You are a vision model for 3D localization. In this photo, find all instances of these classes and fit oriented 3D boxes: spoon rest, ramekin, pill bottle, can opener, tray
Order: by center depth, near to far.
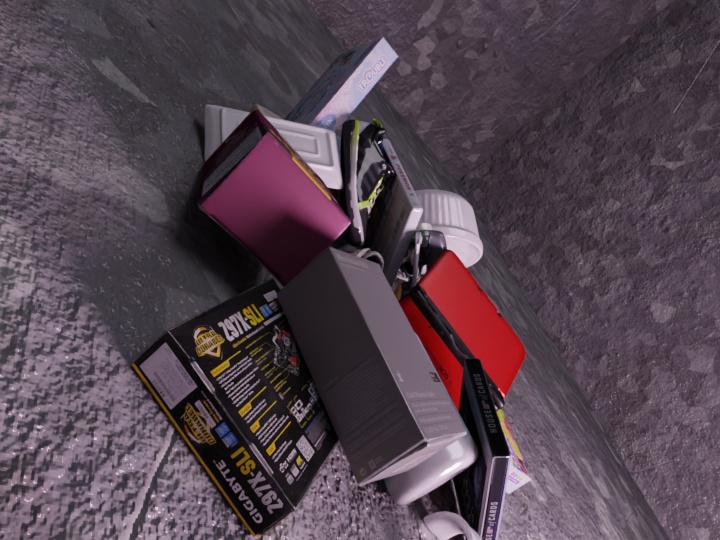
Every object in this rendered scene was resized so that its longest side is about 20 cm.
[{"bbox_3d":[0.099,0.321,0.562,0.100,0.060,0.202,47,18,-19],"label":"spoon rest"},{"bbox_3d":[0.042,0.145,0.653,0.110,0.110,0.204,20,38,-59],"label":"pill bottle"},{"bbox_3d":[-0.114,-0.174,0.786,0.194,0.022,0.111,6,58,-25],"label":"tray"},{"bbox_3d":[0.093,0.041,0.867,0.054,0.064,0.207,-70,163,-70],"label":"can opener"},{"bbox_3d":[0.125,-0.070,1.056,0.201,0.197,0.098,28,58,-52],"label":"ramekin"}]

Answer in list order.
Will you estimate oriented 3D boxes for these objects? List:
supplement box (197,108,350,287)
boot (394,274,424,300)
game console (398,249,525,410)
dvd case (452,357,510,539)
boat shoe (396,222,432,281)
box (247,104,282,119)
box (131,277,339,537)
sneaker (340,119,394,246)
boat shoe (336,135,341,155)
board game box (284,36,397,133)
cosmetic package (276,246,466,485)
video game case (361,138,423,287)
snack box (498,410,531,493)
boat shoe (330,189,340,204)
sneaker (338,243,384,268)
[{"bbox_3d":[-0.104,-0.092,0.656,0.131,0.103,0.201,45,6,-26],"label":"supplement box"},{"bbox_3d":[0.150,0.095,1.089,0.201,0.073,0.155,50,17,6],"label":"boot"},{"bbox_3d":[0.119,0.109,0.819,0.202,0.171,0.119,51,17,-4],"label":"game console"},{"bbox_3d":[0.139,0.234,0.685,0.152,0.024,0.206,-95,-176,-60],"label":"dvd case"},{"bbox_3d":[0.072,-0.010,0.966,0.070,0.200,0.064,-8,71,-21],"label":"boat shoe"},{"bbox_3d":[-0.110,-0.136,0.841,0.204,0.068,0.082,60,20,18],"label":"box"},{"bbox_3d":[-0.083,0.102,0.509,0.161,0.049,0.200,52,18,0],"label":"box"},{"bbox_3d":[0.013,-0.136,0.845,0.072,0.080,0.207,115,-25,-71],"label":"sneaker"},{"bbox_3d":[-0.030,-0.205,1.104,0.195,0.074,0.069,21,-39,28],"label":"boat shoe"},{"bbox_3d":[-0.050,-0.285,0.952,0.043,0.201,0.199,41,-3,-24],"label":"board game box"},{"bbox_3d":[0.009,0.088,0.556,0.106,0.089,0.204,14,45,-58],"label":"cosmetic package"},{"bbox_3d":[0.035,-0.076,0.934,0.022,0.204,0.185,1,43,-21],"label":"video game case"},{"bbox_3d":[0.187,0.253,0.923,0.199,0.052,0.144,40,21,-37],"label":"snack box"},{"bbox_3d":[-0.032,-0.145,1.063,0.199,0.072,0.073,43,16,-28],"label":"boat shoe"},{"bbox_3d":[0.000,0.000,0.838,0.076,0.091,0.201,49,18,-14],"label":"sneaker"}]
